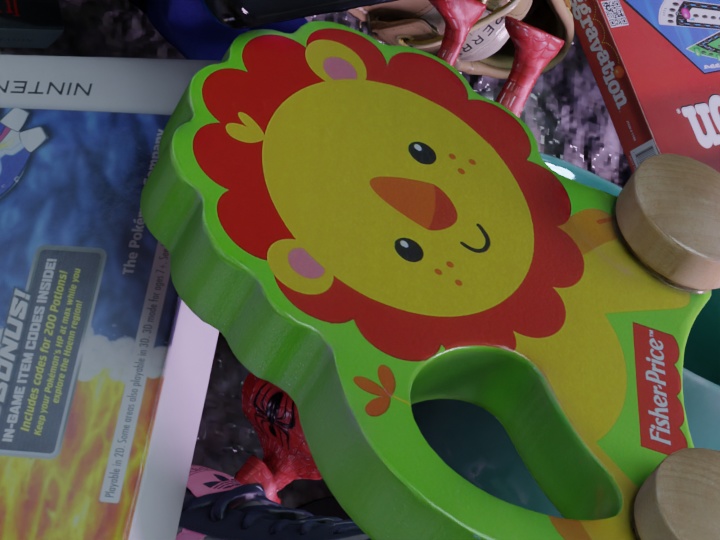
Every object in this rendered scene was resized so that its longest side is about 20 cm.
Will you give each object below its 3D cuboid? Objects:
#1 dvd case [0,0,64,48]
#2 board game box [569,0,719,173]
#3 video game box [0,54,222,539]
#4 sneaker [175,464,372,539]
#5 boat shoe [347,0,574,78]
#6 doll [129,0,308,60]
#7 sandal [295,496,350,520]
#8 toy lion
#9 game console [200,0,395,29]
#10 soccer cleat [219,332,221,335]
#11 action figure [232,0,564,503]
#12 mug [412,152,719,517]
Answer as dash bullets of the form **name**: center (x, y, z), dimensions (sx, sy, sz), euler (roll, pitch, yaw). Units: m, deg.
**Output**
- **dvd case**: center (-0.191, -0.177, 1.028), dimensions (0.146, 0.022, 0.200), euler (-2, 70, -33)
- **board game box**: center (0.168, -0.089, 1.197), dimensions (0.200, 0.019, 0.103), euler (-13, 79, -46)
- **video game box**: center (-0.139, 0.022, 0.898), dimensions (0.182, 0.047, 0.200), euler (1, 61, 16)
- **sneaker**: center (-0.037, 0.094, 0.902), dimensions (0.070, 0.200, 0.082), euler (16, 60, -48)
- **boat shoe**: center (0.035, -0.110, 1.059), dimensions (0.066, 0.074, 0.200), euler (56, 20, 14)
- **doll**: center (-0.057, -0.112, 1.047), dimensions (0.136, 0.048, 0.200), euler (-10, 56, -51)
- **sandal**: center (0.049, 0.130, 1.035), dimensions (0.200, 0.045, 0.075), euler (21, 62, -24)
- **toy lion**: center (0.026, 0.012, 0.853), dimensions (0.192, 0.069, 0.200), euler (18, 43, -17)
- **game console**: center (0.017, -0.189, 0.895), dimensions (0.171, 0.118, 0.200), euler (-20, 99, -62)
- **soccer cleat**: center (-0.081, -0.005, 1.002), dimensions (0.200, 0.069, 0.085), euler (-19, 73, -39)
- **action figure**: center (0.000, 0.000, 0.967), dimensions (0.052, 0.065, 0.200), euler (14, 101, -57)
- **mug**: center (0.084, 0.047, 1.038), dimensions (0.185, 0.114, 0.152), euler (11, 30, -49)
